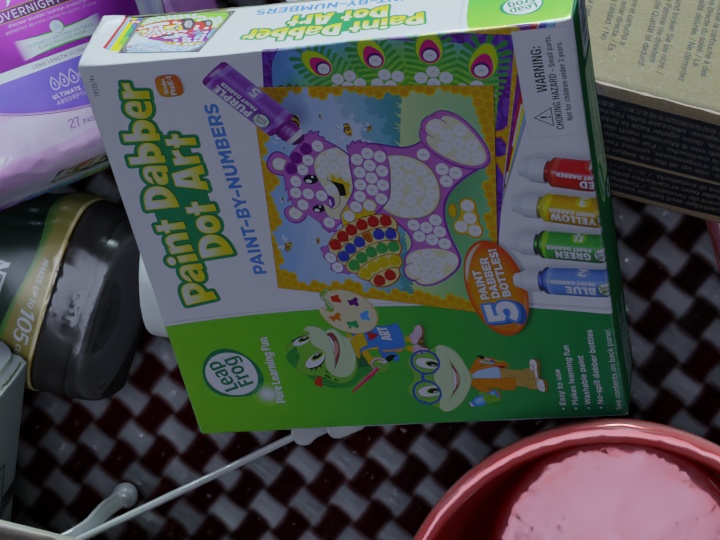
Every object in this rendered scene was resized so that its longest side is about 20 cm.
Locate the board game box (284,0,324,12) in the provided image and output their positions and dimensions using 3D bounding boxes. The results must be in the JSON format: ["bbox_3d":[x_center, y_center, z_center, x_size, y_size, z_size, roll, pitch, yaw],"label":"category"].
[{"bbox_3d":[-0.031,-0.165,0.788,0.200,0.200,0.062,37,99,4],"label":"board game box"}]

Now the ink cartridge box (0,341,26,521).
[{"bbox_3d":[-0.255,0.119,0.864,0.147,0.083,0.200,16,122,8],"label":"ink cartridge box"}]

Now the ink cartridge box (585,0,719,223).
[{"bbox_3d":[0.137,-0.127,0.776,0.165,0.075,0.200,17,55,7],"label":"ink cartridge box"}]

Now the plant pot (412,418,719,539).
[{"bbox_3d":[0.118,0.155,0.800,0.200,0.177,0.201,1,95,8],"label":"plant pot"}]

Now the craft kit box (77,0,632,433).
[{"bbox_3d":[0.005,-0.021,0.724,0.197,0.049,0.200,-2,127,16],"label":"craft kit box"}]

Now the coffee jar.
[{"bbox_3d":[-0.203,-0.007,0.883,0.200,0.085,0.104,18,96,6],"label":"coffee jar"}]

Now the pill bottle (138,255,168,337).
[{"bbox_3d":[0.000,0.000,0.840,0.200,0.111,0.111,5,95,8],"label":"pill bottle"}]

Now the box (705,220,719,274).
[{"bbox_3d":[0.233,0.038,0.817,0.103,0.095,0.200,-14,92,8],"label":"box"}]

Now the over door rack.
[{"bbox_3d":[-0.069,0.170,0.886,0.200,0.067,0.148,-23,98,-4],"label":"over door rack"}]

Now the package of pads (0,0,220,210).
[{"bbox_3d":[-0.163,-0.098,0.826,0.200,0.076,0.121,-27,89,-32],"label":"package of pads"}]

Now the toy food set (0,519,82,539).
[{"bbox_3d":[-0.164,0.197,0.799,0.143,0.060,0.200,12,121,8],"label":"toy food set"}]
